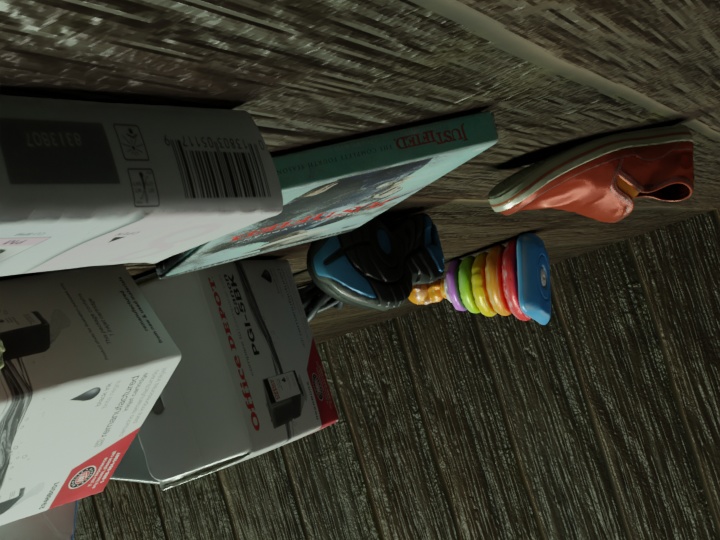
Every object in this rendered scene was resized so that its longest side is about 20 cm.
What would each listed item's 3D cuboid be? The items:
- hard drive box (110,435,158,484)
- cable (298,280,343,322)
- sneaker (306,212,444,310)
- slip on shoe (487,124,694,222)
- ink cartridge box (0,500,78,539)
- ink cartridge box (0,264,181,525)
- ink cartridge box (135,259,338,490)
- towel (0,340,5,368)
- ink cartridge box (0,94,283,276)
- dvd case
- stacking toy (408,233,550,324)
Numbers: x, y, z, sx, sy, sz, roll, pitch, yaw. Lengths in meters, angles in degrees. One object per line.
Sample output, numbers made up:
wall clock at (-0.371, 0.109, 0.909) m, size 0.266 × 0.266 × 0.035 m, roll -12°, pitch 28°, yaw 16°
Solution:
hard drive box at (-0.251, 0.124, 1.028) m, size 0.196 × 0.078 × 0.156 m, roll 7°, pitch 173°, yaw -6°
cable at (-0.048, 0.032, 1.308) m, size 0.198 × 0.052 × 0.162 m, roll -22°, pitch 173°, yaw 40°
sneaker at (0.000, 0.000, 0.977) m, size 0.081 × 0.074 × 0.199 m, roll -17°, pitch 175°, yaw 23°
slip on shoe at (0.184, -0.067, 0.967) m, size 0.198 × 0.062 × 0.074 m, roll -13°, pitch 176°, yaw -32°
ink cartridge box at (-0.295, 0.168, 0.896) m, size 0.114 × 0.069 × 0.199 m, roll 15°, pitch 160°, yaw -36°
ink cartridge box at (-0.225, 0.084, 0.739) m, size 0.198 × 0.084 × 0.145 m, roll -12°, pitch 145°, yaw -47°
ink cartridge box at (-0.102, 0.072, 0.976) m, size 0.082 × 0.149 × 0.200 m, roll -20°, pitch 175°, yaw 16°
towel at (-0.231, 0.027, 0.417) m, size 0.197 × 0.037 × 0.148 m, roll 3°, pitch 175°, yaw -33°
ink cartridge box at (-0.152, -0.009, 0.482) m, size 0.198 × 0.058 × 0.162 m, roll -25°, pitch 172°, yaw 29°
dvd case at (-0.027, -0.040, 0.731) m, size 0.144 × 0.022 × 0.199 m, roll -15°, pitch 175°, yaw -28°
stacking toy at (0.155, 0.020, 1.708) m, size 0.197 × 0.112 × 0.116 m, roll -8°, pitch 164°, yaw 25°
